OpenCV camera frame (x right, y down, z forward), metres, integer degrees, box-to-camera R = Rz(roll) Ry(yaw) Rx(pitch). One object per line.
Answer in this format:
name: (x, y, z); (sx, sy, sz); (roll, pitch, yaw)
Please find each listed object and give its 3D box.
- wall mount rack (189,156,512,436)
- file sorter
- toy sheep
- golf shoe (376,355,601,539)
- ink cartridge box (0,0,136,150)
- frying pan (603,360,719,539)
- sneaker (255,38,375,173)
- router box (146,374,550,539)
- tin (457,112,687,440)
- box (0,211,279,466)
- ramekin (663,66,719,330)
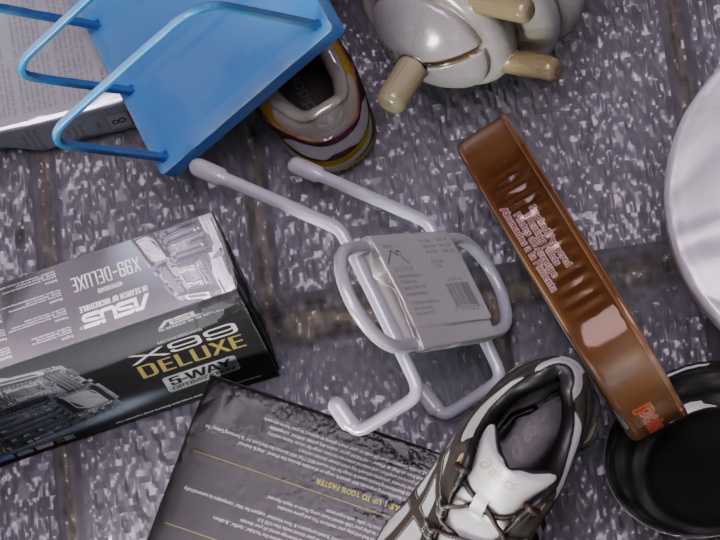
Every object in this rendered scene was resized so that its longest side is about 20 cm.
wall mount rack: (0.000, 0.000, 1.610); (0.074, 0.200, 0.174); (-31, 79, 23)
file sorter: (-0.133, -0.175, 1.628); (0.139, 0.123, 0.200); (-39, 68, 27)
toy sheep: (0.068, -0.167, 1.674); (0.138, 0.138, 0.200); (29, 62, 15)
golf shoe: (0.056, 0.126, 1.546); (0.078, 0.095, 0.200); (27, 79, 7)
ink cartridge box: (-0.222, -0.144, 1.750); (0.200, 0.050, 0.163); (-14, 71, 8)
frying pan: (0.206, 0.122, 1.587); (0.115, 0.031, 0.190); (-31, 50, -7)
sneaker: (-0.058, -0.150, 1.704); (0.075, 0.090, 0.200); (-36, 72, -5)
router box: (-0.014, 0.159, 1.618); (0.200, 0.051, 0.149); (19, 75, 10)
tin: (0.113, 0.004, 1.618); (0.042, 0.112, 0.200); (-33, 62, 6)
box: (-0.153, 0.044, 1.618); (0.200, 0.158, 0.050); (-18, 71, 0)
ramekin: (0.264, -0.027, 1.624); (0.202, 0.094, 0.203); (-2, 71, 6)
